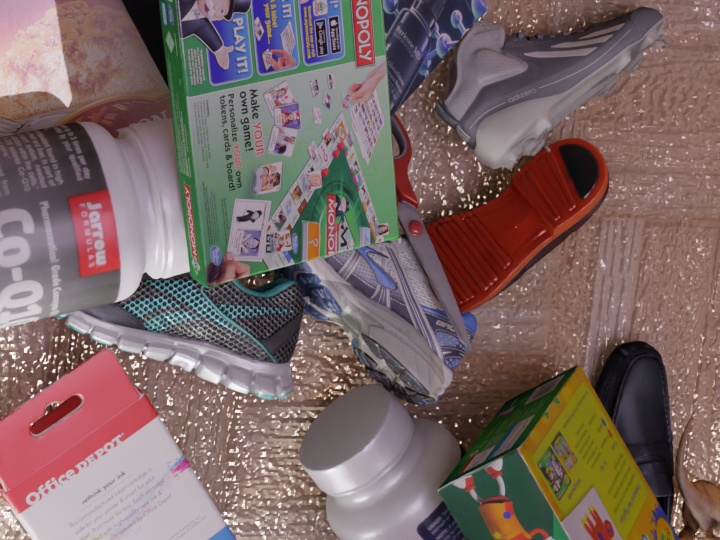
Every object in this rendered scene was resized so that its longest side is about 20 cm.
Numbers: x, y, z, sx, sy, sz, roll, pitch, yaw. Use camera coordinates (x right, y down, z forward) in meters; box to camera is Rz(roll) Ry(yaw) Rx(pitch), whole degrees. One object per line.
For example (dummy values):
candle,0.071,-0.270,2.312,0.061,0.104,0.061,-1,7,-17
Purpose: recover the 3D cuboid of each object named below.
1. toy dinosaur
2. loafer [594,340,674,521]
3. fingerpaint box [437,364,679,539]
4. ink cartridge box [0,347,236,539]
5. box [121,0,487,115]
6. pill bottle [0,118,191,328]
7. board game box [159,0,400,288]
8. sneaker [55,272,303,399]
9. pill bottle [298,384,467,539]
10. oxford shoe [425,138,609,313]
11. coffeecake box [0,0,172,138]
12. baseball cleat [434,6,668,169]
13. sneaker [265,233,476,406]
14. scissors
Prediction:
toy dinosaur,0.265,0.185,1.660,0.200,0.060,0.107,28,63,-57
loafer,0.215,0.155,1.646,0.068,0.070,0.202,-5,105,-25
fingerpaint box,0.147,0.180,1.527,0.073,0.200,0.167,-29,95,22
ink cartridge box,-0.176,0.152,1.467,0.116,0.067,0.201,-35,115,-12
box,-0.032,-0.173,1.382,0.200,0.107,0.149,-50,126,-34
pill bottle,-0.199,-0.027,1.304,0.199,0.114,0.115,-13,108,-18
board game box,-0.047,-0.101,1.279,0.134,0.029,0.201,-14,113,-25
sneaker,-0.127,0.016,1.448,0.199,0.078,0.092,19,91,-20
pill bottle,0.045,0.179,1.552,0.111,0.111,0.200,-44,117,-8
oxford shoe,0.099,-0.014,1.551,0.199,0.073,0.071,-33,71,6
coffeecake box,-0.188,-0.135,1.386,0.153,0.073,0.201,-23,111,-17
baseball cleat,0.134,-0.155,1.531,0.106,0.070,0.200,45,55,9
sneaker,0.000,0.000,1.494,0.200,0.077,0.085,46,68,-4
scissors,0.037,-0.042,1.480,0.073,0.014,0.200,-32,78,-33
